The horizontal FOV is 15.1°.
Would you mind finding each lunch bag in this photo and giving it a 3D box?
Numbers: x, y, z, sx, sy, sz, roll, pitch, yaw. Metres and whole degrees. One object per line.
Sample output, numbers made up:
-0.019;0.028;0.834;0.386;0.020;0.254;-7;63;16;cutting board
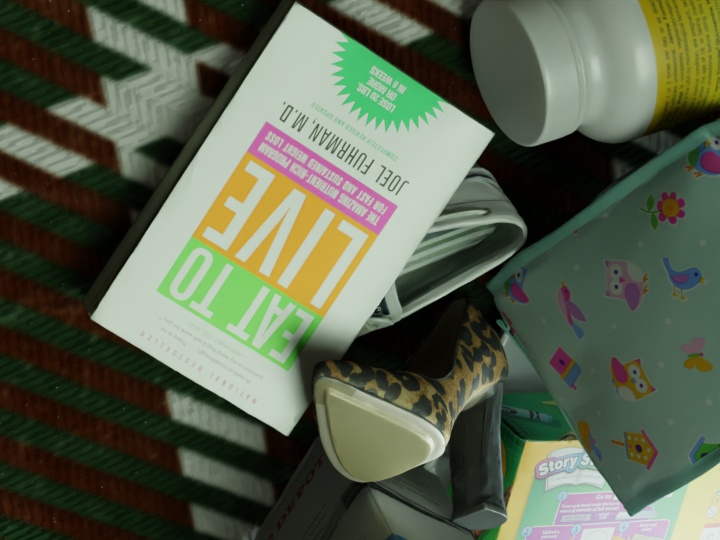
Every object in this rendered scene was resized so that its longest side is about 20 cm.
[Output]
0.182;0.026;1.528;0.200;0.171;0.122;-36;173;33;lunch bag

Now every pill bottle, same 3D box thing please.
0.167;-0.137;1.514;0.200;0.112;0.113;-19;126;-22;pill bottle

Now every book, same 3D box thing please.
-0.039;-0.028;1.465;0.134;0.048;0.200;32;96;-15;book

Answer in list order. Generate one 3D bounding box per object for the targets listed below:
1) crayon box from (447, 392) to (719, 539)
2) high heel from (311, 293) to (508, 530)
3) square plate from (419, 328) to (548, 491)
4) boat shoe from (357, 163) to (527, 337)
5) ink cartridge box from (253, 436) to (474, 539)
0.150;0.137;1.668;0.200;0.058;0.119;0;117;-32;crayon box
0.022;0.049;1.521;0.071;0.143;0.200;-18;148;24;high heel
0.138;0.084;1.685;0.200;0.028;0.198;19;106;-38;square plate
0.000;0.000;1.522;0.200;0.067;0.074;-31;129;-13;boat shoe
-0.001;0.198;1.544;0.084;0.200;0.145;28;102;-21;ink cartridge box
